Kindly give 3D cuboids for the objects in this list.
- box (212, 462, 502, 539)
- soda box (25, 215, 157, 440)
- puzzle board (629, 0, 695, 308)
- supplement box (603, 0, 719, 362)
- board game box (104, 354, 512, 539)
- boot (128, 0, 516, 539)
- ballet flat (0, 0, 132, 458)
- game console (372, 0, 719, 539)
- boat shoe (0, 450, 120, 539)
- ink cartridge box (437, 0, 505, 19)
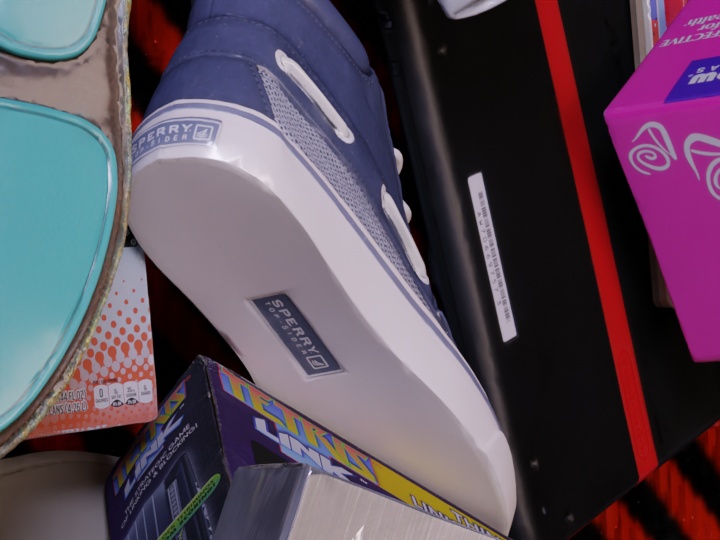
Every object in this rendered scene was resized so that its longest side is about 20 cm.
[{"bbox_3d":[0.040,0.152,0.677,0.199,0.048,0.159,23,78,-21],"label":"box"},{"bbox_3d":[-0.151,0.019,0.766,0.199,0.063,0.069,-5,90,-43],"label":"soda box"},{"bbox_3d":[0.140,-0.087,1.038,0.150,0.017,0.201,1,85,-56],"label":"puzzle board"},{"bbox_3d":[0.176,-0.064,0.983,0.200,0.101,0.104,-52,127,-47],"label":"supplement box"},{"bbox_3d":[0.028,0.123,0.791,0.200,0.165,0.057,32,103,-18],"label":"board game box"},{"bbox_3d":[0.000,0.000,0.858,0.200,0.072,0.091,61,33,-40],"label":"boot"},{"bbox_3d":[-0.092,-0.043,0.741,0.071,0.071,0.201,19,74,-40],"label":"ballet flat"},{"bbox_3d":[0.067,-0.022,0.962,0.177,0.031,0.201,-27,106,-54],"label":"game console"},{"bbox_3d":[-0.100,0.098,0.827,0.200,0.073,0.063,7,127,-47],"label":"boat shoe"},{"bbox_3d":[-0.010,-0.190,0.858,0.200,0.050,0.162,52,16,-24],"label":"ink cartridge box"}]
